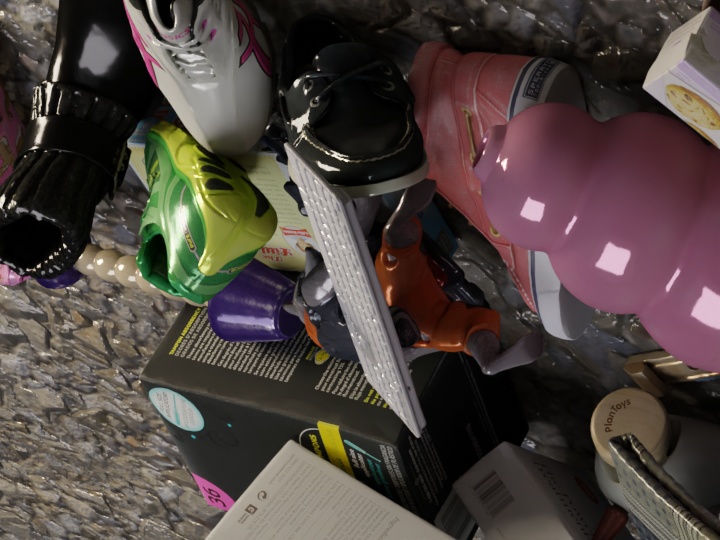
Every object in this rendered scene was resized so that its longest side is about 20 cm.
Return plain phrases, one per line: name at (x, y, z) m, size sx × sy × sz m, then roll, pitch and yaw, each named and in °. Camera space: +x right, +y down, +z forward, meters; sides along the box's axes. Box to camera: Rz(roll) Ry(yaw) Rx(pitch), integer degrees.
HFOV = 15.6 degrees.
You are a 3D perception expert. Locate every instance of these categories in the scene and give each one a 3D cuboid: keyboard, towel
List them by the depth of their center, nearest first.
keyboard at (-0.002, 0.013, 1.402) m, size 0.056 × 0.011 × 0.201 m, roll 40°, pitch 160°, yaw 38°
towel at (0.224, 0.202, 1.507) m, size 0.200 × 0.034 × 0.193 m, roll 46°, pitch 163°, yaw 49°

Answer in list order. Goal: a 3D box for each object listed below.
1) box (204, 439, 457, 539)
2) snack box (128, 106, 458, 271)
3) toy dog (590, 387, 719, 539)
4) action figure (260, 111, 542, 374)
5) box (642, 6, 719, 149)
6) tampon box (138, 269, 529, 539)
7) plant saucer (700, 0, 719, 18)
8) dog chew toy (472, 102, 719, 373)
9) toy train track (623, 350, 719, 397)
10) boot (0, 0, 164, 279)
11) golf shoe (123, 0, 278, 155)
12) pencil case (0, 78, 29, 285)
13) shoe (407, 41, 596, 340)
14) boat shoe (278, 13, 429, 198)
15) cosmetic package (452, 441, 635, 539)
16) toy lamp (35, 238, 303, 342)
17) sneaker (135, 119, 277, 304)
box at (0.013, 0.216, 1.627) m, size 0.199 × 0.098 × 0.125 m, roll 29°, pitch 153°, yaw 27°
snack box at (-0.047, -0.048, 1.635) m, size 0.199 × 0.037 × 0.116 m, roll 6°, pitch 142°, yaw 37°
toy dog at (0.219, 0.143, 1.613) m, size 0.199 × 0.097 × 0.132 m, roll 10°, pitch 164°, yaw 36°
action figure at (0.000, 0.000, 1.516) m, size 0.200 × 0.105 × 0.193 m, roll 42°, pitch 160°, yaw -13°
box at (0.230, -0.052, 1.301) m, size 0.200 × 0.039 × 0.041 m, roll 38°, pitch 151°, yaw -12°
tampon box at (-0.016, 0.088, 1.724) m, size 0.199 × 0.127 × 0.150 m, roll 12°, pitch 145°, yaw 30°
plant saucer at (0.263, -0.102, 1.270) m, size 0.199 × 0.037 × 0.201 m, roll 23°, pitch 149°, yaw 14°
dog chew toy at (0.154, -0.026, 1.377) m, size 0.199 × 0.125 × 0.125 m, roll 23°, pitch 152°, yaw -8°
toy train track at (0.228, 0.059, 1.552) m, size 0.115 × 0.033 × 0.199 m, roll 45°, pitch 149°, yaw -24°
boot at (-0.164, -0.098, 1.540) m, size 0.079 × 0.158 × 0.212 m, roll 25°, pitch 151°, yaw 9°
golf shoe at (-0.100, -0.140, 1.439) m, size 0.072 × 0.092 × 0.201 m, roll -6°, pitch 125°, yaw 16°
pencil case at (-0.252, -0.079, 1.727) m, size 0.086 × 0.083 × 0.201 m, roll 19°, pitch 148°, yaw 31°
shoe at (0.083, -0.047, 1.490) m, size 0.091 × 0.072 × 0.201 m, roll 16°, pitch 142°, yaw 27°
boat shoe at (-0.008, -0.095, 1.425) m, size 0.074 × 0.200 × 0.067 m, roll -9°, pitch 111°, yaw -2°
cosmetic package at (0.156, 0.209, 1.672) m, size 0.200 × 0.052 × 0.151 m, roll 55°, pitch -168°, yaw 24°
toy lamp at (-0.123, 0.006, 1.695) m, size 0.199 × 0.058 × 0.058 m, roll 15°, pitch 147°, yaw 31°
sneaker at (-0.104, -0.033, 1.531) m, size 0.074 × 0.084 × 0.200 m, roll 34°, pitch -175°, yaw -15°
